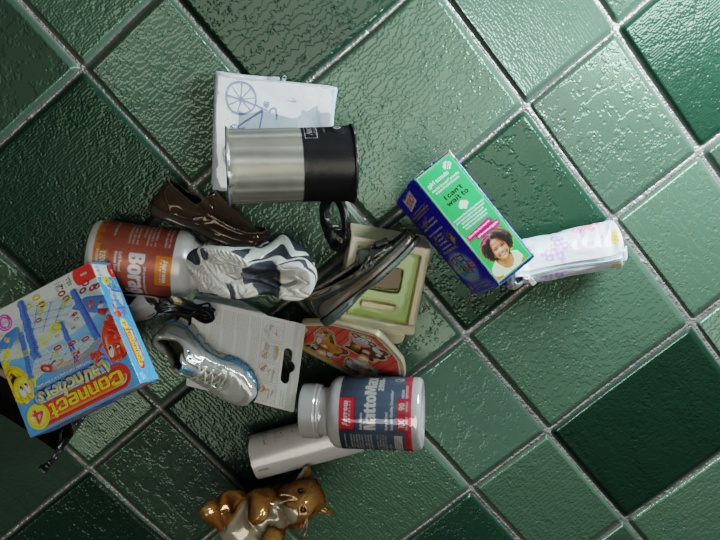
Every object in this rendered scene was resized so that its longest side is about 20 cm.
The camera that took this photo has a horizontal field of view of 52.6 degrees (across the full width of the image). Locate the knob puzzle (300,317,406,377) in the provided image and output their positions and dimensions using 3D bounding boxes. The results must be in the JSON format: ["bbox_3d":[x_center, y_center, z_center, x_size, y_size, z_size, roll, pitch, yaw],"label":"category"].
[{"bbox_3d":[-0.014,0.138,1.198,0.220,0.220,0.030,30,61,-10],"label":"knob puzzle"}]

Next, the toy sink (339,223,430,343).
[{"bbox_3d":[0.030,0.038,1.200,0.130,0.112,0.200,10,105,-5],"label":"toy sink"}]

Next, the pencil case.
[{"bbox_3d":[0.332,-0.025,1.205,0.200,0.091,0.083,-12,106,1],"label":"pencil case"}]

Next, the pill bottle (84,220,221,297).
[{"bbox_3d":[-0.328,-0.015,1.171,0.200,0.112,0.112,6,106,-4],"label":"pill bottle"}]

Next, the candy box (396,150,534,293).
[{"bbox_3d":[0.155,-0.068,1.121,0.077,0.169,0.200,-40,89,-8],"label":"candy box"}]

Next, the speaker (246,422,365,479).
[{"bbox_3d":[-0.093,0.304,1.287,0.200,0.081,0.081,-16,106,1],"label":"speaker"}]

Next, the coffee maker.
[{"bbox_3d":[-0.537,0.192,1.181,0.200,0.192,0.135,35,98,-12],"label":"coffee maker"}]

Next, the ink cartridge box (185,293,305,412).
[{"bbox_3d":[-0.192,0.138,1.230,0.200,0.057,0.163,11,105,7],"label":"ink cartridge box"}]

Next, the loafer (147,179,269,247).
[{"bbox_3d":[-0.238,-0.090,1.173,0.200,0.073,0.071,20,102,-10],"label":"loafer"}]

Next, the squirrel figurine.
[{"bbox_3d":[-0.147,0.412,1.269,0.187,0.200,0.142,-30,86,3],"label":"squirrel figurine"}]

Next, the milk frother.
[{"bbox_3d":[-0.105,-0.118,1.098,0.188,0.181,0.200,-2,101,-8],"label":"milk frother"}]

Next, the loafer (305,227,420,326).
[{"bbox_3d":[0.000,0.000,1.102,0.200,0.072,0.063,-43,94,8],"label":"loafer"}]

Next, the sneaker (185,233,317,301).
[{"bbox_3d":[-0.161,-0.012,1.140,0.199,0.130,0.080,2,108,6],"label":"sneaker"}]

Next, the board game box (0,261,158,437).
[{"bbox_3d":[-0.434,0.117,1.089,0.200,0.056,0.196,-27,83,9],"label":"board game box"}]

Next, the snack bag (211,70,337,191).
[{"bbox_3d":[-0.137,-0.217,1.169,0.200,0.021,0.189,3,107,-6],"label":"snack bag"}]

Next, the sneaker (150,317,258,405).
[{"bbox_3d":[-0.259,0.161,1.184,0.200,0.087,0.075,35,107,3],"label":"sneaker"}]

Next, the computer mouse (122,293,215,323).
[{"bbox_3d":[-0.344,0.064,1.181,0.200,0.110,0.044,1,82,29],"label":"computer mouse"}]

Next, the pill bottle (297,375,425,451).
[{"bbox_3d":[0.003,0.233,1.197,0.200,0.120,0.120,-1,106,9],"label":"pill bottle"}]
